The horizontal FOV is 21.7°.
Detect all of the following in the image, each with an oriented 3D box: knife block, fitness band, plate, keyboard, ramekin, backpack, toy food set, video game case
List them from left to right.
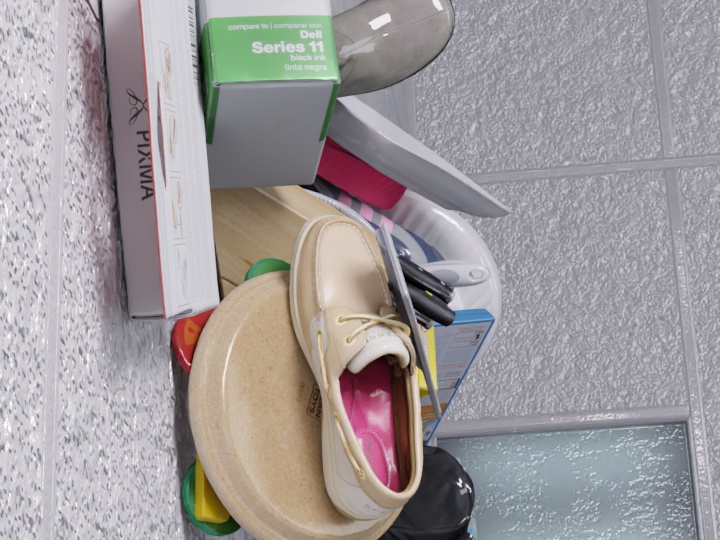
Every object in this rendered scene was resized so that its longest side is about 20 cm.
[{"bbox_3d":[-0.039,0.091,1.236,0.198,0.049,0.200,16,67,-38],"label":"toy food set"},{"bbox_3d":[-0.025,-0.103,1.594,0.037,0.144,0.200,-58,178,7],"label":"fitness band"},{"bbox_3d":[-0.018,-0.011,1.333,0.064,0.175,0.200,-117,-163,-60],"label":"knife block"},{"bbox_3d":[0.007,-0.112,1.539,0.200,0.032,0.200,39,8,39],"label":"plate"},{"bbox_3d":[0.019,0.034,1.683,0.094,0.202,0.203,-51,138,-63],"label":"ramekin"},{"bbox_3d":[0.023,0.119,1.596,0.143,0.018,0.200,-4,128,-47],"label":"video game case"},{"bbox_3d":[0.031,0.221,1.557,0.200,0.167,0.127,76,23,-56],"label":"backpack"},{"bbox_3d":[0.035,0.037,1.250,0.200,0.011,0.056,72,-4,-62],"label":"keyboard"}]

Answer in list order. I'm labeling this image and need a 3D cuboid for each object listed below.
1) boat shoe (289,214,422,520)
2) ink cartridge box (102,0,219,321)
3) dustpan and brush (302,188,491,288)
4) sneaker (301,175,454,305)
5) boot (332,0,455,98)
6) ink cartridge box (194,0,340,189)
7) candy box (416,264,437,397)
[{"bbox_3d":[0.006,0.057,1.198,0.069,0.074,0.200,-25,-106,62],"label":"boat shoe"},{"bbox_3d":[-0.120,-0.071,1.063,0.174,0.043,0.200,-18,104,-84],"label":"ink cartridge box"},{"bbox_3d":[0.000,0.000,1.420,0.057,0.200,0.140,-73,159,-72],"label":"dustpan and brush"},{"bbox_3d":[-0.016,-0.026,1.524,0.070,0.200,0.082,-61,153,7],"label":"sneaker"},{"bbox_3d":[-0.022,-0.150,1.365,0.131,0.200,0.068,-87,155,-82],"label":"boot"},{"bbox_3d":[-0.071,-0.173,1.218,0.147,0.083,0.200,109,-24,-65],"label":"ink cartridge box"},{"bbox_3d":[-0.011,0.071,1.505,0.200,0.026,0.102,-26,-122,48],"label":"candy box"}]
